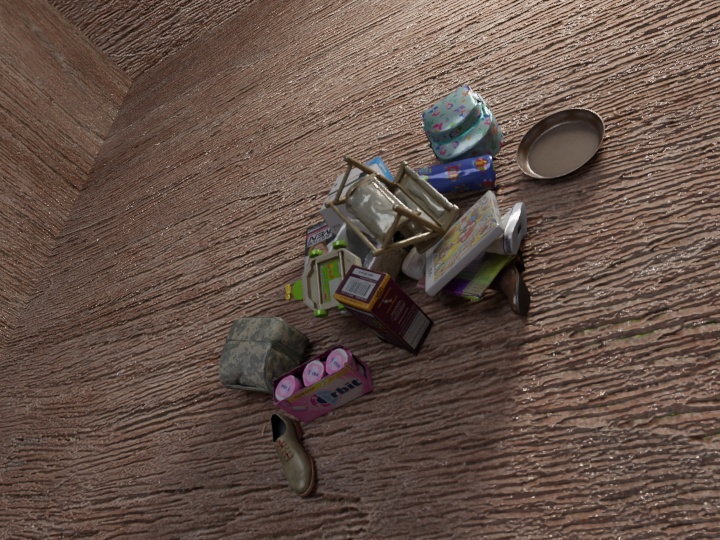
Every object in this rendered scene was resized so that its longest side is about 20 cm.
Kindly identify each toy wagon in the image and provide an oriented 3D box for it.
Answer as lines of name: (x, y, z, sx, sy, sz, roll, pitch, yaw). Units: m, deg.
toy wagon: (-0.083, 0.027, 1.379, 0.199, 0.039, 0.156, -19, 66, 31)

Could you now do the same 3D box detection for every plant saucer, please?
plant saucer: (0.448, -0.278, 1.377, 0.199, 0.032, 0.201, -22, 47, 26)

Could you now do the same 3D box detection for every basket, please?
basket: (0.000, 0.000, 1.429, 0.135, 0.123, 0.201, 33, 96, 38)

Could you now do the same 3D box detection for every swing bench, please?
swing bench: (0.067, -0.138, 1.329, 0.199, 0.199, 0.130, 48, 126, 35)

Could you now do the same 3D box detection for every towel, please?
towel: (0.216, -0.002, 1.288, 0.144, 0.023, 0.200, -49, 30, -21)

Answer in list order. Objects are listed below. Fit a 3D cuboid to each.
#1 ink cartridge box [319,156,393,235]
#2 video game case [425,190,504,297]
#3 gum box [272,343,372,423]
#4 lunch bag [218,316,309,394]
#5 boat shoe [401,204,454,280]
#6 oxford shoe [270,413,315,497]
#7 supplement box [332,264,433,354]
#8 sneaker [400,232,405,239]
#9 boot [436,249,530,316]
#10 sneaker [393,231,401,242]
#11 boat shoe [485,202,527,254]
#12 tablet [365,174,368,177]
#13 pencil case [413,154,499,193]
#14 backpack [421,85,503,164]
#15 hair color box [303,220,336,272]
ink cartridge box: (-0.007, -0.198, 1.617, 0.144, 0.084, 0.200, -22, 27, 27)
video game case: (0.207, -0.058, 1.260, 0.200, 0.023, 0.182, -45, 16, 24)
gum box: (-0.079, 0.248, 1.346, 0.199, 0.113, 0.066, -30, 43, 18)
lunch bag: (-0.244, 0.214, 1.495, 0.199, 0.139, 0.169, -3, 56, 40)
boat shoe: (0.175, -0.063, 1.417, 0.068, 0.072, 0.200, 31, 73, 27)
oxford shoe: (-0.156, 0.395, 1.324, 0.070, 0.075, 0.200, -40, 41, 6)
supplement box: (0.051, 0.083, 1.299, 0.110, 0.200, 0.086, 17, 69, 46)
sneaker: (0.130, -0.138, 1.482, 0.060, 0.104, 0.201, -21, 47, 27)
boot: (0.242, 0.046, 1.269, 0.199, 0.064, 0.187, -19, 35, 25)
sneaker: (0.041, -0.066, 1.528, 0.200, 0.074, 0.087, -48, 45, -1)
boat shoe: (0.291, -0.084, 1.271, 0.086, 0.075, 0.202, -2, 27, 26)
tablet: (0.046, -0.165, 1.487, 0.014, 0.130, 0.200, -48, 5, 37)
pencil case: (0.223, -0.217, 1.453, 0.199, 0.087, 0.079, -9, 76, 14)
backpack: (0.251, -0.341, 1.517, 0.177, 0.151, 0.201, -30, 48, 17)
hair color box: (-0.093, -0.039, 1.627, 0.099, 0.061, 0.201, -23, 47, 25)
